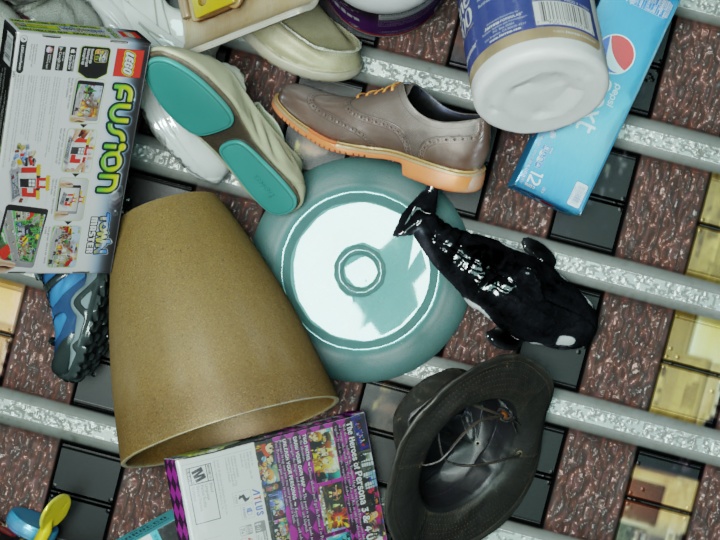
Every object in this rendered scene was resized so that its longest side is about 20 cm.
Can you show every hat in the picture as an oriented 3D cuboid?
[{"bbox_3d":[0.072,0.145,1.216,0.081,0.201,0.201,34,92,40],"label":"hat"}]

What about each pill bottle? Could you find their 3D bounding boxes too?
[{"bbox_3d":[0.020,-0.257,1.156,0.112,0.200,0.113,0,91,1],"label":"pill bottle"},{"bbox_3d":[0.135,-0.222,1.169,0.111,0.111,0.200,-6,60,1],"label":"pill bottle"}]

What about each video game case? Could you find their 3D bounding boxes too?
[{"bbox_3d":[-0.063,0.236,1.211,0.181,0.036,0.200,-12,93,-28],"label":"video game case"}]

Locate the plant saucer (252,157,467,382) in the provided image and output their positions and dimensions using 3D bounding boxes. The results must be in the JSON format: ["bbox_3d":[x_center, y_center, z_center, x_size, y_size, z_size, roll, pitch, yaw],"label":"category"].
[{"bbox_3d":[0.000,0.000,1.246,0.200,0.036,0.200,0,91,1],"label":"plant saucer"}]

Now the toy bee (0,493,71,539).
[{"bbox_3d":[-0.309,0.251,1.223,0.200,0.109,0.131,7,93,1],"label":"toy bee"}]

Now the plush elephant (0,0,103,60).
[{"bbox_3d":[-0.294,-0.182,1.155,0.200,0.155,0.165,11,96,38],"label":"plush elephant"}]

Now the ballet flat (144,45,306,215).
[{"bbox_3d":[-0.108,-0.128,1.184,0.069,0.069,0.200,-37,127,2],"label":"ballet flat"}]

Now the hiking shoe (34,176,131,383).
[{"bbox_3d":[-0.254,-0.003,1.240,0.087,0.074,0.200,5,82,9],"label":"hiking shoe"}]

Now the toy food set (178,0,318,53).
[{"bbox_3d":[-0.119,-0.280,1.145,0.143,0.060,0.200,-15,84,34],"label":"toy food set"}]

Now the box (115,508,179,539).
[{"bbox_3d":[-0.176,0.261,1.208,0.200,0.049,0.082,-27,96,-22],"label":"box"}]

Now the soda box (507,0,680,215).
[{"bbox_3d":[0.198,-0.150,1.221,0.064,0.068,0.200,26,92,0],"label":"soda box"}]

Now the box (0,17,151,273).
[{"bbox_3d":[-0.237,-0.093,1.123,0.110,0.035,0.200,0,115,-32],"label":"box"}]

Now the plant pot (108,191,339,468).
[{"bbox_3d":[-0.135,0.042,1.190,0.186,0.186,0.200,-18,79,2],"label":"plant pot"}]

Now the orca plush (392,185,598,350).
[{"bbox_3d":[0.130,-0.004,1.207,0.200,0.071,0.105,47,64,-5],"label":"orca plush"}]

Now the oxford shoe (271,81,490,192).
[{"bbox_3d":[0.019,-0.132,1.206,0.200,0.071,0.073,20,117,16],"label":"oxford shoe"}]

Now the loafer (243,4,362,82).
[{"bbox_3d":[-0.078,-0.234,1.212,0.200,0.076,0.068,35,123,3],"label":"loafer"}]

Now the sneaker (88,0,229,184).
[{"bbox_3d":[-0.152,-0.173,1.227,0.099,0.078,0.200,-28,91,-2],"label":"sneaker"}]
